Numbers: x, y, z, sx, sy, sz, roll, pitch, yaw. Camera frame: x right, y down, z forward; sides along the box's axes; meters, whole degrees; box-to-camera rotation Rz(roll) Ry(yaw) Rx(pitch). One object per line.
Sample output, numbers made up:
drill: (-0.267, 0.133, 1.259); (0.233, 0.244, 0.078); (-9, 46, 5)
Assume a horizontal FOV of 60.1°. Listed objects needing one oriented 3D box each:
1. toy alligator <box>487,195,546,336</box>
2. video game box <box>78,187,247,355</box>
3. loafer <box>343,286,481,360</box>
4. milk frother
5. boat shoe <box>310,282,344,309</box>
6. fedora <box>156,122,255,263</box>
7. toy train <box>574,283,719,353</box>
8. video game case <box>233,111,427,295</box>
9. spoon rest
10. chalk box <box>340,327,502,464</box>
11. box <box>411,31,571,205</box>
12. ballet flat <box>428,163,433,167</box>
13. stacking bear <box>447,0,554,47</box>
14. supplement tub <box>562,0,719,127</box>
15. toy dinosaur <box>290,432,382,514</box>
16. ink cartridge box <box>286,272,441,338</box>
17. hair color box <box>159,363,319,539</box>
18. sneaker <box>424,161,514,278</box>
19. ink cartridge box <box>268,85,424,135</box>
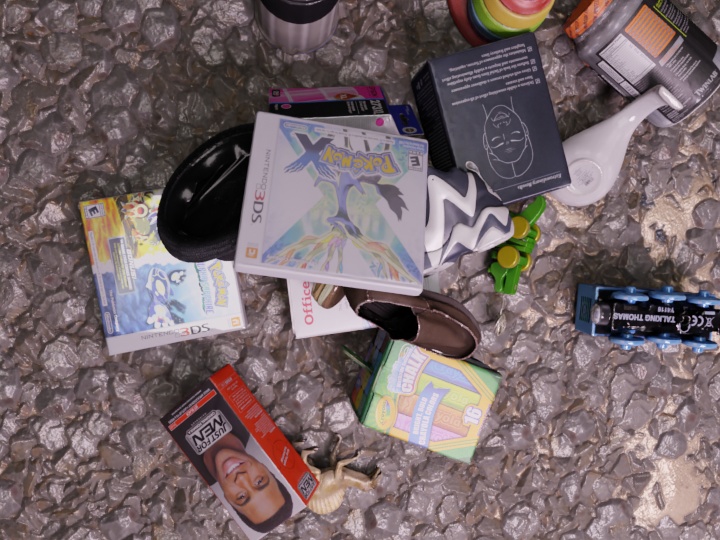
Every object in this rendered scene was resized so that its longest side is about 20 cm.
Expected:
toy alligator: (0.204, -0.013, 0.872); (0.054, 0.059, 0.203); (22, 97, 36)
video game box: (-0.254, -0.005, 0.817); (0.179, 0.047, 0.203); (-11, 94, -9)
loafer: (0.058, 0.061, 0.714); (0.198, 0.072, 0.073); (27, 128, -23)
milk frother: (-0.025, -0.356, 0.756); (0.198, 0.188, 0.182); (27, 90, -8)
boat shoe: (-0.015, -0.053, 0.756); (0.075, 0.072, 0.202); (29, 80, 8)
fedora: (-0.144, -0.080, 0.753); (0.198, 0.092, 0.203); (-10, 59, 17)
toy train: (0.403, 0.060, 0.865); (0.197, 0.114, 0.088); (3, 96, -7)
video game case: (-0.026, -0.074, 0.671); (0.197, 0.022, 0.185); (8, 69, -9)
spoon rest: (0.337, -0.168, 0.846); (0.099, 0.061, 0.200); (39, 124, -8)
chalk box: (0.061, 0.150, 0.824); (0.197, 0.125, 0.126); (21, 90, -6)
box: (0.170, -0.186, 0.829); (0.146, 0.107, 0.203); (-16, 94, -6)
ballet flat: (0.008, -0.133, 0.827); (0.197, 0.071, 0.072); (15, 91, -10)
stacking bear: (0.196, -0.356, 0.777); (0.120, 0.200, 0.116); (-13, 94, -6)
supplement tub: (0.380, -0.301, 0.841); (0.199, 0.123, 0.123); (38, 88, -7)
toy dinosaur: (-0.066, 0.285, 0.847); (0.197, 0.058, 0.103); (-11, 95, -6)
ink cartridge box: (0.000, 0.000, 0.827); (0.197, 0.086, 0.150); (-6, 92, -6)
hair color box: (-0.155, 0.235, 0.807); (0.101, 0.061, 0.201); (-39, 89, 17)
sneaker: (0.073, -0.062, 0.754); (0.197, 0.079, 0.131); (-25, 81, 15)
ink cartridge box: (-0.021, -0.206, 0.811); (0.197, 0.095, 0.038); (-2, 128, -8)
